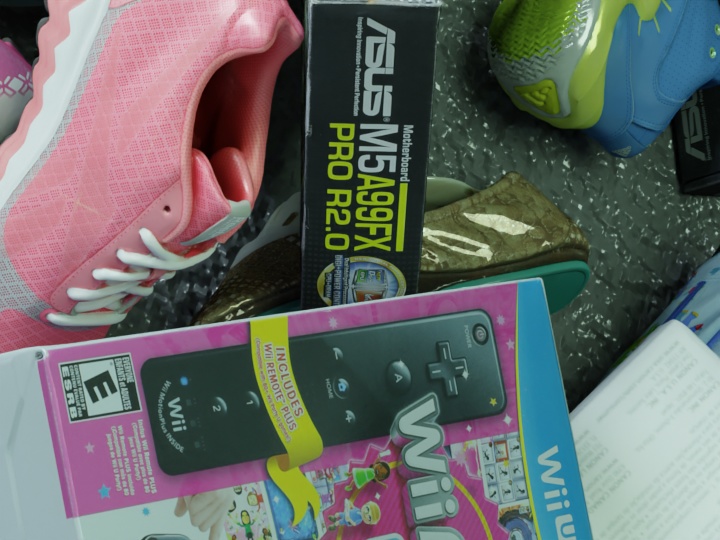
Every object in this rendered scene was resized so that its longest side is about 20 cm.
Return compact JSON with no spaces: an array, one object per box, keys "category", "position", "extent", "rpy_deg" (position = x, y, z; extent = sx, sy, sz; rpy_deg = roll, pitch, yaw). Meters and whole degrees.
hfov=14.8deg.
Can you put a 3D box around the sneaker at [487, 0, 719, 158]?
[{"category":"sneaker","position":[0.116,-0.135,1.181],"extent":[0.105,0.075,0.201],"rpy_deg":[43,59,-38]}]

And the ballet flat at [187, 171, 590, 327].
[{"category":"ballet flat","position":[0.000,0.000,1.064],"extent":[0.199,0.071,0.065],"rpy_deg":[-10,57,-40]}]

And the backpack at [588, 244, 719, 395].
[{"category":"backpack","position":[0.151,0.092,1.107],"extent":[0.200,0.154,0.164],"rpy_deg":[-35,104,-19]}]

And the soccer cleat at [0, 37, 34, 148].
[{"category":"soccer cleat","position":[-0.191,-0.063,0.914],"extent":[0.199,0.070,0.087],"rpy_deg":[25,38,-27]}]

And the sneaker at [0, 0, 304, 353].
[{"category":"sneaker","position":[-0.080,-0.022,0.931],"extent":[0.074,0.087,0.201],"rpy_deg":[-8,127,-53]}]

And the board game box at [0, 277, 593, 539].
[{"category":"board game box","position":[-0.019,0.086,0.858],"extent":[0.199,0.064,0.148],"rpy_deg":[-8,85,-42]}]

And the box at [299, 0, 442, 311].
[{"category":"box","position":[0.002,-0.106,0.988],"extent":[0.044,0.161,0.201],"rpy_deg":[2,48,-2]}]

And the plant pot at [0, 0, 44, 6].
[{"category":"plant pot","position":[-0.103,-0.208,0.941],"extent":[0.200,0.161,0.202],"rpy_deg":[4,78,-21]}]

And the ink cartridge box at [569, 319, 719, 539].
[{"category":"ink cartridge box","position":[0.124,0.142,0.978],"extent":[0.160,0.047,0.200],"rpy_deg":[-42,83,-19]}]

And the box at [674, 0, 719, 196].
[{"category":"box","position":[0.194,-0.145,1.174],"extent":[0.049,0.161,0.201],"rpy_deg":[2,78,-37]}]
